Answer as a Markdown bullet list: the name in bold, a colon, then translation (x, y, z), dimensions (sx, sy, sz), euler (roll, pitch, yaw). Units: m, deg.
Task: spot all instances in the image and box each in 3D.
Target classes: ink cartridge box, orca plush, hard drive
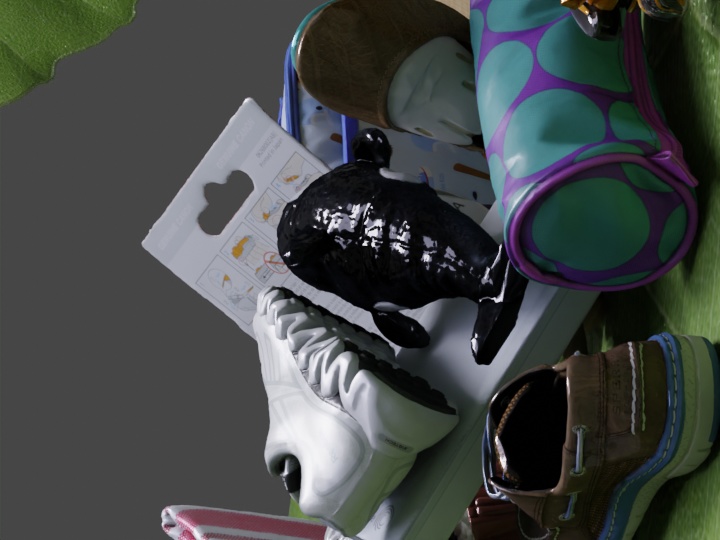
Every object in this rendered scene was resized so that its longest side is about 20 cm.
- **ink cartridge box**: translation (0.000, 0.000, 1.463), dimensions (0.050, 0.200, 0.162), euler (-51, 1, -38)
- **orca plush**: translation (0.001, 0.001, 1.304), dimensions (0.200, 0.071, 0.106), euler (39, 138, 52)
- **hard drive**: translation (0.052, 0.042, 1.319), dimensions (0.201, 0.027, 0.132), euler (-58, 19, -6)

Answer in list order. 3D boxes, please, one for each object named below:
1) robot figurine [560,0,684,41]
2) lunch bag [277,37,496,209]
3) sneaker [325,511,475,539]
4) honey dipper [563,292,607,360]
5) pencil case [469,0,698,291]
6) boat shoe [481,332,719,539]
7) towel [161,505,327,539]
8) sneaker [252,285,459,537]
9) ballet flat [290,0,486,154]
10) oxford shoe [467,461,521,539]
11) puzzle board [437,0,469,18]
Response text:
- **robot figurine**: translation (0.105, -0.198, 1.184), dimensions (0.145, 0.058, 0.201), euler (-39, 52, 54)
- **lunch bag**: translation (0.025, -0.057, 1.569), dimensions (0.201, 0.159, 0.076), euler (-92, 8, -49)
- **sneaker**: translation (0.019, 0.150, 1.432), dimensions (0.200, 0.081, 0.076), euler (-22, -72, -79)
- **honey dipper**: translation (0.104, 0.066, 1.337), dimensions (0.038, 0.038, 0.201), euler (102, 168, -53)
- **pencil case**: translation (0.098, -0.081, 1.248), dimensions (0.092, 0.085, 0.201), euler (-34, 36, 25)
- **boat shoe**: translation (0.090, 0.072, 1.207), dimensions (0.200, 0.072, 0.073), euler (117, 155, -62)
- **towel**: translation (-0.006, 0.190, 1.480), dimensions (0.200, 0.146, 0.030), euler (42, 110, 44)
- **sneaker**: translation (-0.020, 0.063, 1.319), dimensions (0.081, 0.075, 0.200), euler (-62, 17, 6)
- **ballet flat**: translation (0.049, -0.083, 1.343), dimensions (0.072, 0.200, 0.068), euler (38, 101, 33)
- **oxford shoe**: translation (0.088, 0.171, 1.366), dimensions (0.074, 0.070, 0.201), euler (65, -155, -56)
- **puzzle board**: translation (0.057, -0.154, 1.474), dimensions (0.200, 0.017, 0.151), euler (36, 141, 47)
